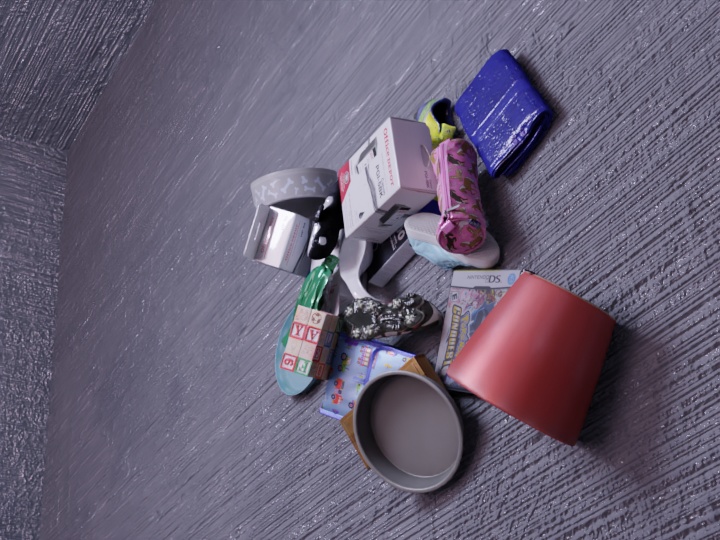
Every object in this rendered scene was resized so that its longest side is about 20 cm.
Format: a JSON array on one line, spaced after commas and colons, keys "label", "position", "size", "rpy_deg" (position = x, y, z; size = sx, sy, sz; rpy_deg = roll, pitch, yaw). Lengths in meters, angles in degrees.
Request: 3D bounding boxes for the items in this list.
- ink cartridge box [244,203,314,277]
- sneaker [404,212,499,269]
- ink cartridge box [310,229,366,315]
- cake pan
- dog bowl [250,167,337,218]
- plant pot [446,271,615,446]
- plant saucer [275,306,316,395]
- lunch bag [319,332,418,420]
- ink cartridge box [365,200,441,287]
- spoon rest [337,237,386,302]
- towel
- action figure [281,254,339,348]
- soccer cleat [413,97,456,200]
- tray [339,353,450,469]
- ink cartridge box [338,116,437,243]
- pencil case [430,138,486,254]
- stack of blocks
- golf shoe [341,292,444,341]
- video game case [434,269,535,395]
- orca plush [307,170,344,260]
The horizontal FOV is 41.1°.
[{"label": "ink cartridge box", "position": [-0.149, -0.058, 1.964], "size": [0.067, 0.200, 0.117], "rpy_deg": [16, 89, 25]}, {"label": "sneaker", "position": [0.161, -0.035, 1.619], "size": [0.074, 0.082, 0.199], "rpy_deg": [-37, 41, -22]}, {"label": "ink cartridge box", "position": [-0.044, 0.016, 1.902], "size": [0.116, 0.067, 0.202], "rpy_deg": [-27, 53, 50]}, {"label": "cake pan", "position": [0.080, 0.253, 1.531], "size": [0.199, 0.037, 0.202], "rpy_deg": [7, 104, 31]}, {"label": "dog bowl", "position": [-0.133, -0.155, 2.013], "size": [0.200, 0.199, 0.059], "rpy_deg": [-25, 70, 51]}, {"label": "plant pot", "position": [0.242, 0.111, 1.302], "size": [0.178, 0.200, 0.200], "rpy_deg": [-62, 32, 1]}, {"label": "plant saucer", "position": [-0.116, 0.161, 1.989], "size": [0.200, 0.027, 0.202], "rpy_deg": [-32, 50, 48]}, {"label": "lunch bag", "position": [0.039, 0.207, 1.682], "size": [0.199, 0.094, 0.152], "rpy_deg": [14, 89, 45]}, {"label": "ink cartridge box", "position": [0.066, -0.105, 1.809], "size": [0.200, 0.043, 0.199], "rpy_deg": [-46, 41, 35]}, {"label": "spoon rest", "position": [0.000, 0.000, 1.772], "size": [0.100, 0.060, 0.201], "rpy_deg": [-54, 40, 30]}, {"label": "towel", "position": [0.240, -0.262, 1.605], "size": [0.148, 0.049, 0.201], "rpy_deg": [-51, 39, 27]}, {"label": "action figure", "position": [-0.089, 0.063, 1.831], "size": [0.118, 0.054, 0.201], "rpy_deg": [30, 98, 62]}, {"label": "soccer cleat", "position": [0.138, -0.223, 1.731], "size": [0.083, 0.064, 0.202], "rpy_deg": [-25, 56, 40]}, {"label": "tray", "position": [0.057, 0.236, 1.592], "size": [0.200, 0.037, 0.099], "rpy_deg": [-45, 68, 32]}, {"label": "ink cartridge box", "position": [0.045, -0.159, 1.714], "size": [0.200, 0.082, 0.148], "rpy_deg": [-41, 50, 51]}, {"label": "pencil case", "position": [0.158, -0.124, 1.568], "size": [0.087, 0.082, 0.201], "rpy_deg": [99, 174, -49]}, {"label": "stack of blocks", "position": [-0.065, 0.138, 1.754], "size": [0.058, 0.200, 0.116], "rpy_deg": [15, 85, 23]}, {"label": "golf shoe", "position": [0.052, 0.088, 1.664], "size": [0.199, 0.088, 0.078], "rpy_deg": [-6, 72, 44]}, {"label": "video game case", "position": [0.192, 0.097, 1.528], "size": [0.180, 0.025, 0.202], "rpy_deg": [-1, 75, 58]}, {"label": "orca plush", "position": [-0.037, -0.098, 1.843], "size": [0.201, 0.070, 0.106], "rpy_deg": [-65, -16, -46]}]
